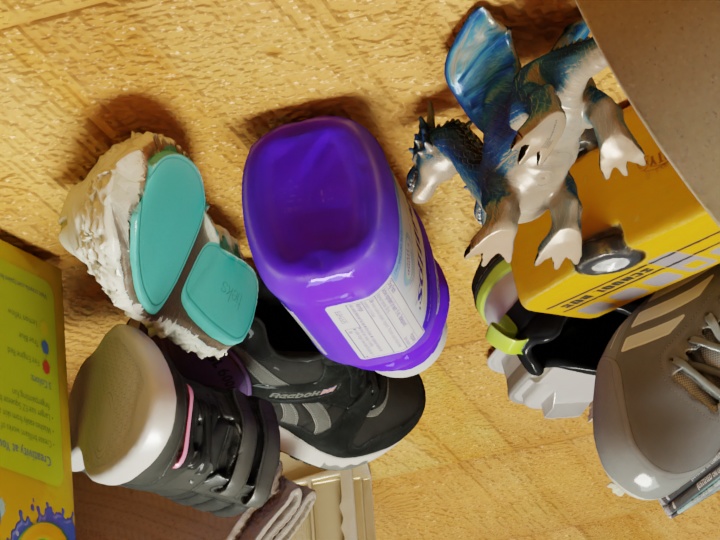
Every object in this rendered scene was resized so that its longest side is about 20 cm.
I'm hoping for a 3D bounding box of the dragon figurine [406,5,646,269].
[{"bbox_3d":[0.068,-0.069,0.958,0.059,0.100,0.200,0,139,-20],"label":"dragon figurine"}]

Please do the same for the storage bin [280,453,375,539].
[{"bbox_3d":[-0.038,0.196,1.444,0.093,0.200,0.200,-6,161,2],"label":"storage bin"}]

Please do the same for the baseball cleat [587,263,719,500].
[{"bbox_3d":[0.172,0.015,1.107,0.070,0.200,0.106,37,142,-7],"label":"baseball cleat"}]

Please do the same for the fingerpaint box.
[{"bbox_3d":[-0.204,0.058,1.031,0.073,0.168,0.200,-13,161,21],"label":"fingerpaint box"}]

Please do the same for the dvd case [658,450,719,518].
[{"bbox_3d":[0.271,0.084,1.451,0.146,0.022,0.200,-27,169,-23],"label":"dvd case"}]

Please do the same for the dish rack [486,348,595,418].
[{"bbox_3d":[0.184,0.041,1.341,0.199,0.044,0.172,-2,160,-17],"label":"dish rack"}]

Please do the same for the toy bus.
[{"bbox_3d":[0.149,-0.041,1.062,0.078,0.065,0.200,10,153,-43],"label":"toy bus"}]

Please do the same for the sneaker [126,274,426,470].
[{"bbox_3d":[-0.020,0.049,1.233,0.087,0.076,0.200,-30,152,34],"label":"sneaker"}]

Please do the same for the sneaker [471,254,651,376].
[{"bbox_3d":[0.147,0.029,1.199,0.199,0.083,0.072,0,132,-22],"label":"sneaker"}]

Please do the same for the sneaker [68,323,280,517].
[{"bbox_3d":[-0.077,0.072,1.101,0.099,0.071,0.200,13,171,-12],"label":"sneaker"}]

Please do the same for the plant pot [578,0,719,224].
[{"bbox_3d":[0.194,-0.107,0.750,0.200,0.188,0.187,-35,151,23],"label":"plant pot"}]

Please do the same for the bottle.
[{"bbox_3d":[0.000,0.000,1.084,0.065,0.084,0.200,-12,159,8],"label":"bottle"}]

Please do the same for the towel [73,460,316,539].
[{"bbox_3d":[-0.119,0.142,1.268,0.200,0.133,0.035,6,142,50],"label":"towel"}]

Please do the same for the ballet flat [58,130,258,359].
[{"bbox_3d":[-0.097,-0.009,1.055,0.071,0.072,0.200,-11,159,6],"label":"ballet flat"}]
